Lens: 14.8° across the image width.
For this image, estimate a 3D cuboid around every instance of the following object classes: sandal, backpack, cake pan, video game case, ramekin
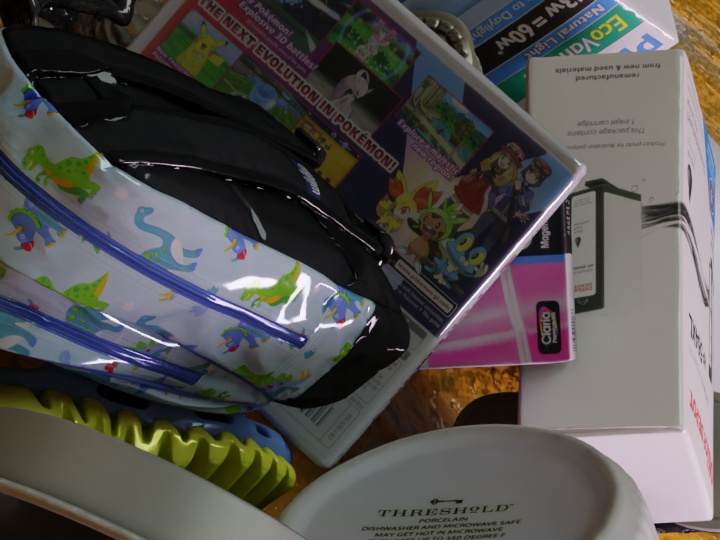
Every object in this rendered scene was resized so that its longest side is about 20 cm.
[{"bbox_3d":[-0.106,0.062,1.213,0.200,0.079,0.087,24,39,-46],"label":"sandal"},{"bbox_3d":[-0.095,-0.023,1.143,0.163,0.154,0.200,55,6,31],"label":"backpack"},{"bbox_3d":[-0.080,0.111,1.086,0.200,0.200,0.037,37,71,-31],"label":"cake pan"},{"bbox_3d":[-0.029,-0.043,1.264,0.200,0.182,0.023,42,3,10],"label":"video game case"},{"bbox_3d":[0.045,0.146,1.208,0.203,0.201,0.095,-60,142,-57],"label":"ramekin"}]

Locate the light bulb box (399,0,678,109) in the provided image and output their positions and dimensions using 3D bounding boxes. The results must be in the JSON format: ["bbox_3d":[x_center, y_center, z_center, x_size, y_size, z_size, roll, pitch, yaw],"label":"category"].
[{"bbox_3d":[0.032,-0.162,1.502,0.200,0.198,0.125,27,43,-39],"label":"light bulb box"}]

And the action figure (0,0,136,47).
[{"bbox_3d":[-0.102,-0.133,1.358,0.199,0.119,0.103,-10,104,-38],"label":"action figure"}]

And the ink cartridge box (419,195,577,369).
[{"bbox_3d":[0.000,0.000,1.287,0.037,0.199,0.095,5,82,-79],"label":"ink cartridge box"}]

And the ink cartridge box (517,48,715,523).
[{"bbox_3d":[0.130,0.012,1.374,0.146,0.084,0.201,60,29,-64],"label":"ink cartridge box"}]

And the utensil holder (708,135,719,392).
[{"bbox_3d":[0.175,0.018,1.578,0.200,0.170,0.170,45,32,-14],"label":"utensil holder"}]

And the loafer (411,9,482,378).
[{"bbox_3d":[0.021,-0.036,1.440,0.068,0.075,0.201,7,95,-75],"label":"loafer"}]

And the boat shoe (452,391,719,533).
[{"bbox_3d":[0.149,0.102,1.448,0.063,0.199,0.073,57,42,-66],"label":"boat shoe"}]
